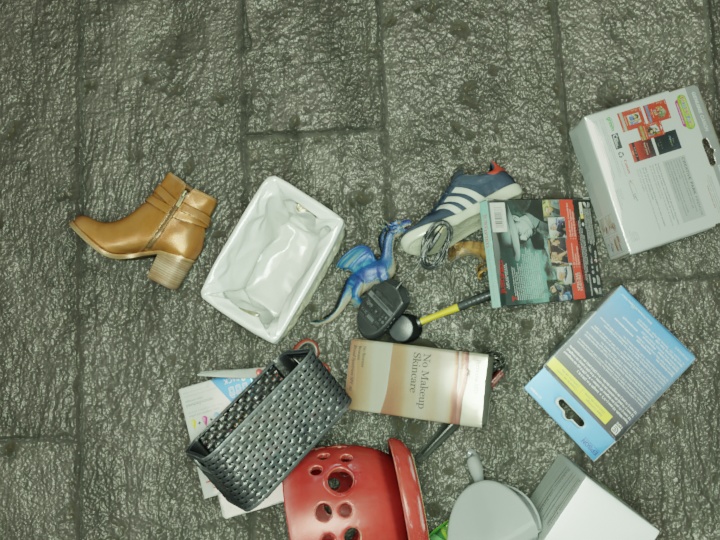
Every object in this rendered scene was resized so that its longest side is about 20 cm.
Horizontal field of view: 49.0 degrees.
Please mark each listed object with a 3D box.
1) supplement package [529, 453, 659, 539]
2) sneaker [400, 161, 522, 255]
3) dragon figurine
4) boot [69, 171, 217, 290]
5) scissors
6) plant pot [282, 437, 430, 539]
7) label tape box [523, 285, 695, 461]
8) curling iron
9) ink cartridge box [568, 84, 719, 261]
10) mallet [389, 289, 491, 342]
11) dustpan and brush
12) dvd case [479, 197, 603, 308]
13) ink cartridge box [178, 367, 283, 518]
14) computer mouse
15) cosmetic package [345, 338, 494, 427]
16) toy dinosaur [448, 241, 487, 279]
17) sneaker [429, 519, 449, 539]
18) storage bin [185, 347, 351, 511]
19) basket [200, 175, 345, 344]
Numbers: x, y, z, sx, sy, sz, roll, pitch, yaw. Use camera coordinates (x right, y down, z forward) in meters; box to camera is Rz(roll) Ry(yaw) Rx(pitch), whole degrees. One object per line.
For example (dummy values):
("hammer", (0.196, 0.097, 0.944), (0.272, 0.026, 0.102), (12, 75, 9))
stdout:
("supplement package", (0.293, 0.331, 1.040), (0.113, 0.200, 0.110), (35, 89, 7))
("sneaker", (0.135, -0.094, 1.153), (0.197, 0.075, 0.085), (-25, 66, -14))
("dragon figurine", (0.000, 0.000, 1.168), (0.197, 0.059, 0.101), (-29, 83, 2))
("boot", (-0.326, -0.081, 1.203), (0.197, 0.074, 0.157), (26, 89, -5))
("scissors", (-0.134, 0.153, 1.139), (0.197, 0.014, 0.075), (-14, 85, -31))
("plant pot", (-0.004, 0.336, 1.075), (0.178, 0.200, 0.205), (-9, 84, -3))
("label tape box", (0.347, 0.144, 1.120), (0.143, 0.066, 0.200), (44, 93, 8))
("curling iron", (0.145, 0.198, 1.155), (0.049, 0.026, 0.201), (36, 91, 20))
("ink cartridge box", (0.416, -0.138, 1.123), (0.172, 0.084, 0.204), (-16, 84, -2))
("mallet", (0.130, 0.055, 1.120), (0.197, 0.066, 0.042), (-24, 80, 23))
("dustpan and brush", (0.166, 0.314, 1.069), (0.139, 0.057, 0.202), (-37, 38, 17))
("dvd case", (0.257, -0.027, 1.110), (0.197, 0.022, 0.149), (-4, 84, -32))
("ink cartridge box", (-0.182, 0.256, 1.160), (0.113, 0.068, 0.204), (-16, 84, 3))
("computer mouse", (0.065, 0.015, 1.106), (0.201, 0.034, 0.059), (-50, 61, 13))
("cosmetic package", (0.084, 0.158, 1.117), (0.196, 0.087, 0.106), (4, 83, 15))
("toy dinosaur", (0.226, -0.027, 1.148), (0.196, 0.060, 0.109), (-11, 83, 4))
("sneaker", (0.138, 0.384, 1.109), (0.074, 0.084, 0.201), (40, 90, 8))
("storage bin", (-0.122, 0.208, 1.056), (0.200, 0.135, 0.094), (-44, 101, -23))
("basket", (-0.118, -0.013, 1.149), (0.134, 0.123, 0.202), (31, 89, 7))
